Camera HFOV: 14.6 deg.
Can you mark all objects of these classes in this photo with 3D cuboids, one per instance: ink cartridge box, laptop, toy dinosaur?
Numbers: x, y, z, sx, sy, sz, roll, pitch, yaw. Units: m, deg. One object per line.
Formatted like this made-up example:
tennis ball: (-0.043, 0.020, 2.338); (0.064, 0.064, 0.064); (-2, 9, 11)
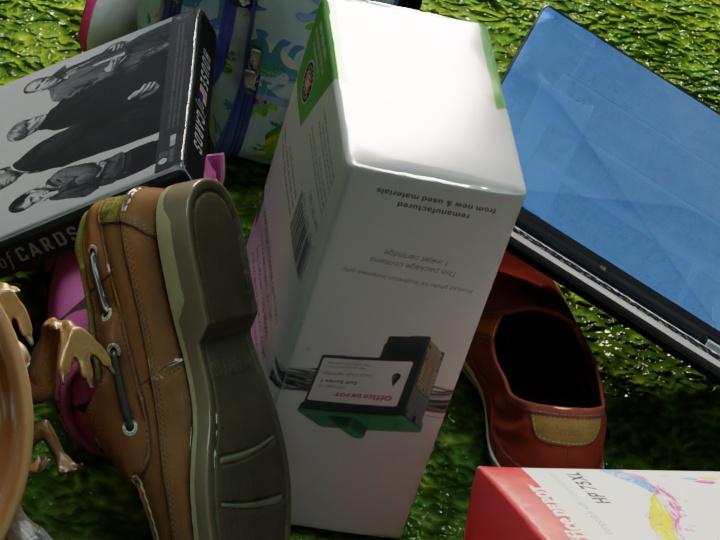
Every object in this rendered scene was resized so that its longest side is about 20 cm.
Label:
ink cartridge box: (0.000, 0.000, 1.278); (0.084, 0.200, 0.146); (10, 35, -13)
laptop: (0.147, -0.035, 1.406); (0.187, 0.116, 0.200); (31, 5, -3)
ink cartridge box: (0.119, 0.135, 1.215); (0.199, 0.067, 0.116); (2, 16, -18)
toy dinosaur: (-0.161, 0.033, 1.205); (0.060, 0.106, 0.201); (1, 70, -35)

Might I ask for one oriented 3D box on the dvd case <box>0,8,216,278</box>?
dvd case: (-0.165, -0.047, 1.340); (0.200, 0.025, 0.150); (-21, 32, 14)

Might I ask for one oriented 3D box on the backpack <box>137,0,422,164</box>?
backpack: (-0.044, -0.160, 1.489); (0.146, 0.200, 0.183); (5, 43, -5)

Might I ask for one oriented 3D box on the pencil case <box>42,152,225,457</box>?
pencil case: (-0.104, 0.003, 1.336); (0.093, 0.091, 0.200); (6, 37, -13)

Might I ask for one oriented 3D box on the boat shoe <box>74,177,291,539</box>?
boat shoe: (-0.079, 0.063, 1.212); (0.068, 0.201, 0.072); (-9, -8, 25)

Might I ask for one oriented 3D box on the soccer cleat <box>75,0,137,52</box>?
soccer cleat: (-0.095, -0.173, 1.606); (0.086, 0.070, 0.200); (19, 34, 8)

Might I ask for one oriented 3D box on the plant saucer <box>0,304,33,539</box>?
plant saucer: (-0.232, 0.063, 1.120); (0.200, 0.201, 0.037); (3, 10, -17)

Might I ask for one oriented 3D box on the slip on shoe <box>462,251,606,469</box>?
slip on shoe: (0.083, 0.036, 1.379); (0.074, 0.061, 0.200); (5, 34, -11)
